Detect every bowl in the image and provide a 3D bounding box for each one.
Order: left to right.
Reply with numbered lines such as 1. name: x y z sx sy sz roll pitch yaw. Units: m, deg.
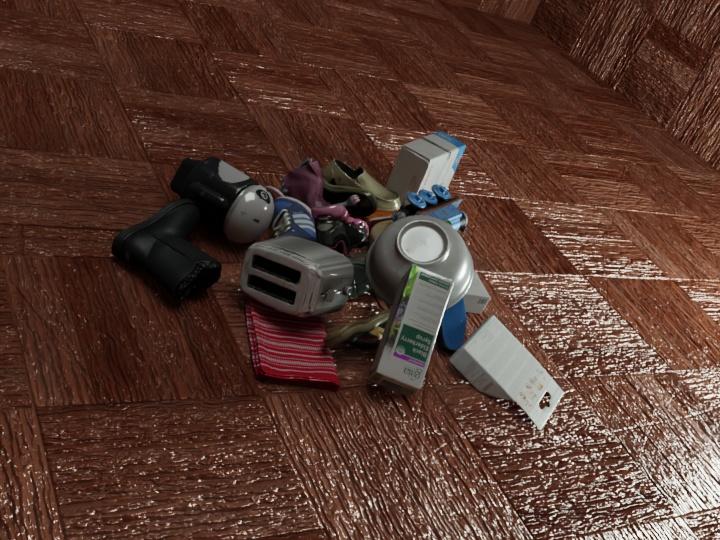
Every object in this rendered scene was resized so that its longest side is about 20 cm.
1. bowl: 0.110 -0.029 1.573 0.200 0.090 0.202 1 59 -1

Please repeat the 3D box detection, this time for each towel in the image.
1. towel: -0.115 0.119 1.442 0.144 0.023 0.200 12 32 -22

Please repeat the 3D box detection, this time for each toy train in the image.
1. toy train: 0.148 -0.107 1.783 0.114 0.087 0.200 46 33 15

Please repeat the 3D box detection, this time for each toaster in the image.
1. toaster: -0.118 0.007 1.492 0.199 0.114 0.129 22 14 22

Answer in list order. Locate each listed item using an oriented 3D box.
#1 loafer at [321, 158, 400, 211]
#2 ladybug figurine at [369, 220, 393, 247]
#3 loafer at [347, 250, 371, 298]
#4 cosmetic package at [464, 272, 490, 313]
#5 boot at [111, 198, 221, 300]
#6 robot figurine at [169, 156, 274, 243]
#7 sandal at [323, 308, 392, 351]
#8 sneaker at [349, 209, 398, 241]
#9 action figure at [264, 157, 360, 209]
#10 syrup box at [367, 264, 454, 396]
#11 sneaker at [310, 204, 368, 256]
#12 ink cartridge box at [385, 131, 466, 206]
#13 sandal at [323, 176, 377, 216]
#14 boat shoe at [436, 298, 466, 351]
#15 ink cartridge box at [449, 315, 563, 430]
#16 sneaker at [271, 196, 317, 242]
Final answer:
1. loafer: 0.004 -0.193 1.966 0.199 0.068 0.076 20 30 -8
2. ladybug figurine: 0.100 -0.046 1.801 0.199 0.072 0.136 2 38 -34
3. loafer: 0.000 0.000 1.653 0.199 0.072 0.063 -20 26 -28
4. cosmetic package: 0.154 0.034 1.736 0.199 0.051 0.083 9 38 -24
5. boot: -0.300 -0.034 1.489 0.168 0.077 0.200 31 38 19
6. robot figurine: -0.257 -0.137 1.635 0.200 0.125 0.150 32 47 13
7. sandal: 0.015 0.113 1.497 0.200 0.080 0.054 -13 72 -52
8. sneaker: 0.057 -0.108 1.874 0.200 0.073 0.077 0 28 -40
9. action figure: -0.091 -0.122 1.744 0.149 0.134 0.200 -23 70 -19
10. syrup box: 0.084 0.101 1.450 0.079 0.081 0.201 21 69 -4
11. sneaker: -0.038 -0.056 1.614 0.079 0.096 0.200 -8 -13 19
12. ink cartridge box: 0.153 -0.236 2.061 0.086 0.147 0.200 34 31 19
13. sandal: -0.036 -0.161 1.833 0.201 0.080 0.057 18 50 35
14. boat shoe: 0.154 0.060 1.643 0.084 0.069 0.201 19 61 -38
15. ink cartridge box: 0.272 0.193 1.598 0.200 0.047 0.160 48 34 5
16. sneaker: -0.142 -0.067 1.650 0.200 0.081 0.146 47 30 22
